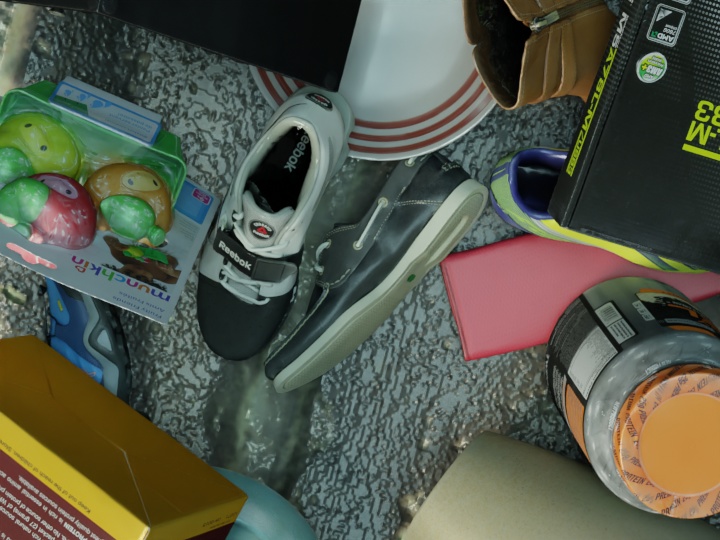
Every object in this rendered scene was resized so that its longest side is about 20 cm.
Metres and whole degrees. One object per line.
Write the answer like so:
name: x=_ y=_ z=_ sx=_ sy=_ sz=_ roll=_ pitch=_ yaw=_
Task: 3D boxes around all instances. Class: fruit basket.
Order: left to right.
fruit basket: x=-0.189 y=-0.050 z=1.516 sx=0.184 sy=0.200 sz=0.094 roll=23 pitch=111 yaw=-3

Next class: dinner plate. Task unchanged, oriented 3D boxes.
dinner plate: x=0.016 y=-0.175 z=1.604 sx=0.198 sy=0.024 sz=0.202 roll=0 pitch=87 yaw=5

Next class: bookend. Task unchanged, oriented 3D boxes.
bookend: x=-0.137 y=-0.196 z=1.552 sx=0.198 sy=0.199 sz=0.093 roll=15 pitch=90 yaw=-40

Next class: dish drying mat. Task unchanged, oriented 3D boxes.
dish drying mat: x=0.160 y=0.003 z=1.631 sx=0.198 sy=0.018 sz=0.077 roll=-15 pitch=91 yaw=-2

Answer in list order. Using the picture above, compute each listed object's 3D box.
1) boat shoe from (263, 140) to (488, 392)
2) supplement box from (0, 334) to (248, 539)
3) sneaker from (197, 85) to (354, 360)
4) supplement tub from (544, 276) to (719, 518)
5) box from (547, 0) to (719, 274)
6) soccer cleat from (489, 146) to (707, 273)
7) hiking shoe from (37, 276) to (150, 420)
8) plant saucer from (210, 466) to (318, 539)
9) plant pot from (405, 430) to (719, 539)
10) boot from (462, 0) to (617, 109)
boat shoe: x=0.000 y=0.000 z=1.602 sx=0.068 sy=0.072 sz=0.200 roll=41 pitch=90 yaw=15
supplement box: x=-0.219 y=0.181 z=1.498 sx=0.197 sy=0.133 sz=0.201 roll=34 pitch=106 yaw=19
sneaker: x=-0.070 y=-0.027 z=1.568 sx=0.074 sy=0.089 sz=0.201 roll=22 pitch=105 yaw=7
supplement tub: x=0.196 y=0.085 z=1.534 sx=0.121 sy=0.200 sz=0.124 roll=-2 pitch=105 yaw=-6
box: x=0.246 y=-0.096 z=1.525 sx=0.199 sy=0.048 sz=0.195 roll=16 pitch=102 yaw=-15
soccer cleat: x=0.186 y=-0.042 z=1.583 sx=0.198 sy=0.084 sz=0.065 roll=10 pitch=76 yaw=2
hiking shoe: x=-0.196 y=0.077 z=1.582 sx=0.086 sy=0.074 sz=0.202 roll=-17 pitch=92 yaw=-4
plant saucer: x=-0.117 y=0.230 z=1.584 sx=0.198 sy=0.027 sz=0.202 roll=-1 pitch=108 yaw=-3
plant pot: x=0.135 y=0.205 z=1.565 sx=0.200 sy=0.187 sz=0.188 roll=37 pitch=89 yaw=10
boot: x=0.142 y=-0.136 z=1.547 sx=0.076 sy=0.155 sz=0.201 roll=-11 pitch=108 yaw=33
